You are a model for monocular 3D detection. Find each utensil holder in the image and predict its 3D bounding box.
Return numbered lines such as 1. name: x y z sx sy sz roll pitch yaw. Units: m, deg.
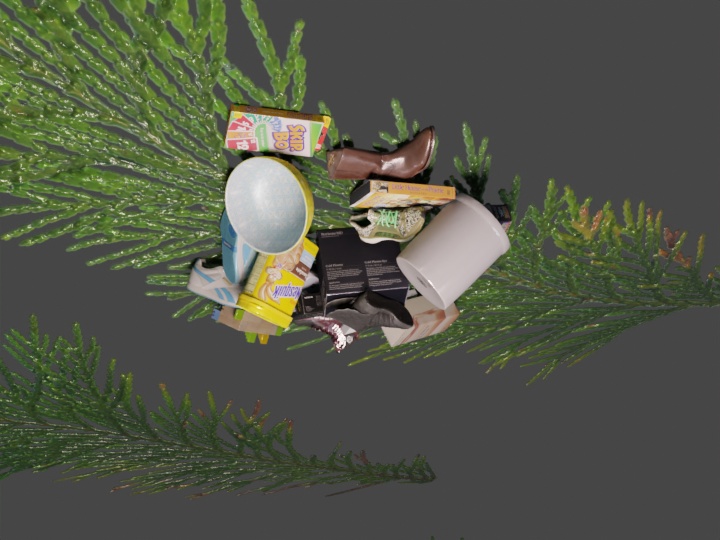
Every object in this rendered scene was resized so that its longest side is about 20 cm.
1. utensil holder: 0.200 -0.040 1.531 0.200 0.170 0.170 -44 146 -8

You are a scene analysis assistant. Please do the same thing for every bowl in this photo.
1. bowl: -0.169 -0.144 1.436 0.199 0.201 0.108 -36 -179 33

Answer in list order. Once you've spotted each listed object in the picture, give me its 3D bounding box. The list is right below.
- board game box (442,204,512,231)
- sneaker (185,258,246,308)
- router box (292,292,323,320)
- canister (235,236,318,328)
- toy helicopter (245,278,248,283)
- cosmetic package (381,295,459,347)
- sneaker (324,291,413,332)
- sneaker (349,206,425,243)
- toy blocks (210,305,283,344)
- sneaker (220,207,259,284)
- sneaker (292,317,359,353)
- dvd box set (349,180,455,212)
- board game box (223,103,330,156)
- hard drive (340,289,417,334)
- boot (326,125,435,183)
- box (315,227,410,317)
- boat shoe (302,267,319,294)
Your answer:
1. board game box: 0.263 -0.079 1.728 0.162 0.057 0.201 -3 145 -16
2. sneaker: -0.312 0.035 1.636 0.197 0.082 0.076 19 -174 8
3. router box: -0.086 0.085 1.750 0.197 0.052 0.149 -6 172 -30
4. canister: -0.183 0.012 1.571 0.086 0.203 0.148 16 169 33
5. toy helicopter: -0.225 0.039 1.763 0.130 0.080 0.201 -17 158 -8
6. cosmetic package: 0.163 0.131 1.927 0.197 0.088 0.104 -12 153 -33
7. sneaker: 0.022 0.104 1.595 0.198 0.061 0.104 27 130 -36
8. sneaker: 0.055 -0.108 1.559 0.198 0.078 0.088 -11 157 38
9. toy blocks: -0.307 0.116 1.795 0.135 0.102 0.199 19 180 31
10. sneaker: -0.246 -0.076 1.580 0.129 0.079 0.203 -20 135 -35
11. sneaker: -0.088 0.172 1.926 0.196 0.118 0.076 -1 179 -14
12. dvd box set: 0.089 -0.161 1.523 0.196 0.030 0.146 2 172 -20
13. board game box: -0.160 -0.269 1.351 0.197 0.030 0.096 0 145 -21
14. hard drive: 0.052 0.113 1.907 0.198 0.026 0.132 -11 150 -41
15. boot: 0.037 -0.239 1.423 0.197 0.065 0.187 7 144 -20
16. box: 0.000 0.000 1.651 0.196 0.185 0.105 -4 147 -9
17. boat shoe: -0.136 0.019 1.744 0.070 0.067 0.200 -36 166 4
